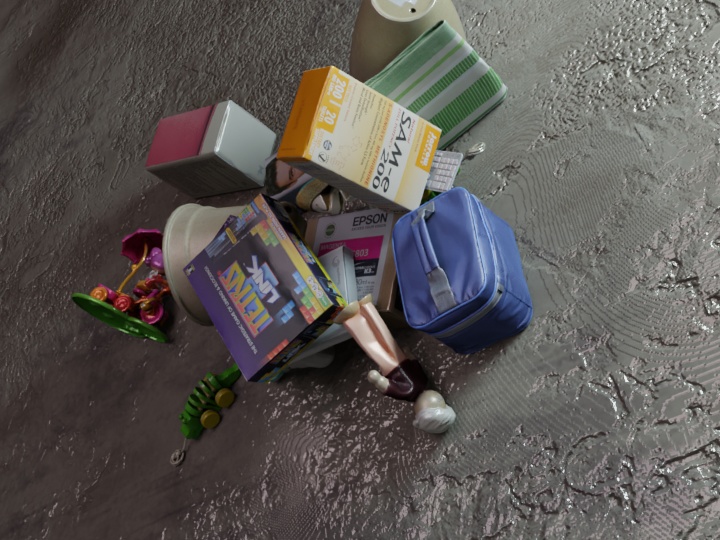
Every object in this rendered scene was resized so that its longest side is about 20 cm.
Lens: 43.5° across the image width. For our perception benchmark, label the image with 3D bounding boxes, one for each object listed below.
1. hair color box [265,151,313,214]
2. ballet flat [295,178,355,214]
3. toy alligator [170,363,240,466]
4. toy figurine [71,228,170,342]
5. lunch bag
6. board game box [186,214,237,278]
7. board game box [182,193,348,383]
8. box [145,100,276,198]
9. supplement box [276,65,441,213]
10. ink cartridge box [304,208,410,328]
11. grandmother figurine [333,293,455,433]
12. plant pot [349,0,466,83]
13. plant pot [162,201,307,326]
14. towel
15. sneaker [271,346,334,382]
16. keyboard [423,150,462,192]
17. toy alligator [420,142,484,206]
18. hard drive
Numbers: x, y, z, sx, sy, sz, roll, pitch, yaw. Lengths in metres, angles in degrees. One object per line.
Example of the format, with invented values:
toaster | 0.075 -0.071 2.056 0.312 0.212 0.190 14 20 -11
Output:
hair color box | -0.065 -0.175 1.479 0.199 0.060 0.100 -27 52 29
ballet flat | -0.031 -0.122 1.333 0.200 0.070 0.071 -36 47 42
toy alligator | -0.263 0.227 1.445 0.201 0.054 0.059 -55 44 4
toy figurine | -0.394 0.013 1.642 0.198 0.150 0.185 17 69 23
lunch bag | 0.124 -0.009 1.170 0.135 0.132 0.202 -30 51 26
board game box | -0.155 0.026 1.296 0.200 0.032 0.121 42 105 27
board game box | -0.133 0.024 1.237 0.165 0.057 0.201 -42 66 14
box | -0.272 -0.216 1.637 0.198 0.128 0.110 -5 64 39
supplement box | 0.002 -0.168 1.197 0.073 0.199 0.127 7 78 54
ink cartridge box | 0.000 0.000 1.318 0.199 0.075 0.167 -7 65 40
grandmother figurine | 0.047 0.126 1.163 0.200 0.121 0.061 50 128 9
plant pot | 0.065 -0.338 1.274 0.185 0.200 0.189 -2 73 6
plant pot | -0.180 -0.025 1.429 0.182 0.200 0.202 -11 60 24
towel | 0.109 -0.252 1.265 0.152 0.199 0.024 -37 54 21
sneaker | -0.118 0.130 1.369 0.199 0.075 0.090 15 98 42
keyboard | 0.069 -0.147 1.275 0.199 0.011 0.057 18 80 52
toy alligator | 0.107 -0.122 1.299 0.199 0.055 0.059 -21 19 36
hard drive | -0.089 0.062 1.294 0.199 0.027 0.133 -25 57 30
